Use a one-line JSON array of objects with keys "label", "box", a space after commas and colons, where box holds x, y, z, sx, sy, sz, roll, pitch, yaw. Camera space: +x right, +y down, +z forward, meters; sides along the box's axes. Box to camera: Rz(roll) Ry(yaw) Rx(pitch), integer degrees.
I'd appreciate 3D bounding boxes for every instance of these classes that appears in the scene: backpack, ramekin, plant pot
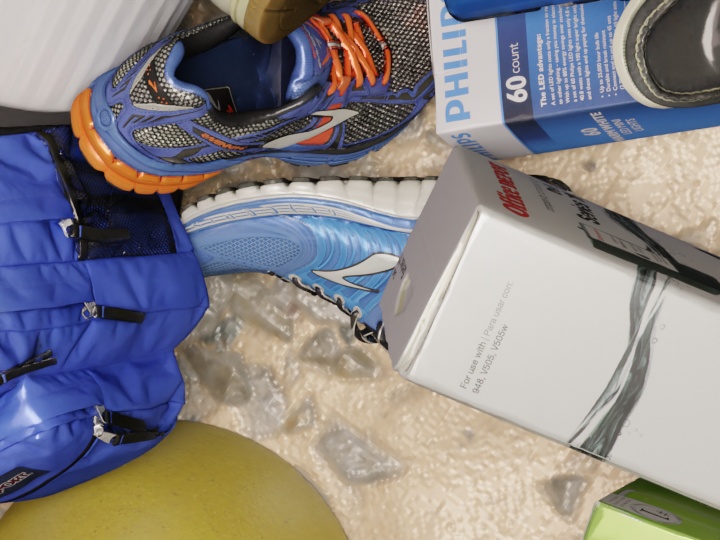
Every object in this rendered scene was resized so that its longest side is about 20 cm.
[{"label": "backpack", "box": [-0.177, 0.018, 1.265, 0.162, 0.200, 0.168, -32, 72, 26]}, {"label": "ramekin", "box": [-0.163, -0.161, 1.310, 0.200, 0.200, 0.098, 35, 120, 13]}, {"label": "plant pot", "box": [-0.113, 0.178, 1.342, 0.200, 0.142, 0.201, 1, 93, 19]}]

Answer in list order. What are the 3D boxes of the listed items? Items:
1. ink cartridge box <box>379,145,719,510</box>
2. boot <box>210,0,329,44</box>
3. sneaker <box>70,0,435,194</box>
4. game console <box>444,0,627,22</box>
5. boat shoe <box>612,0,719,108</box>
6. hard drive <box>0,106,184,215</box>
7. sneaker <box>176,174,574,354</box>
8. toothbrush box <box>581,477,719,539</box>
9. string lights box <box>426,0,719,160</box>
[{"label": "ink cartridge box", "box": [0.117, 0.030, 1.223, 0.200, 0.147, 0.083, 22, 101, -8]}, {"label": "boot", "box": [-0.047, -0.196, 1.272, 0.155, 0.200, 0.072, 33, 135, 12]}, {"label": "sneaker", "box": [-0.030, -0.086, 1.282, 0.078, 0.200, 0.075, -37, 77, 53]}, {"label": "game console", "box": [0.145, -0.196, 1.249, 0.170, 0.118, 0.200, 13, 78, -8]}, {"label": "boat shoe", "box": [0.196, -0.123, 1.148, 0.200, 0.068, 0.072, -24, 100, -3]}, {"label": "hard drive", "box": [-0.188, -0.030, 1.410, 0.200, 0.033, 0.140, 12, 97, 17]}, {"label": "sneaker", "box": [0.000, 0.000, 1.327, 0.200, 0.079, 0.089, 0, 91, 18]}, {"label": "toothbrush box", "box": [0.197, 0.162, 1.237, 0.200, 0.146, 0.086, 21, 99, 17]}, {"label": "string lights box", "box": [0.132, -0.116, 1.274, 0.200, 0.059, 0.103, -8, 75, 19]}]
